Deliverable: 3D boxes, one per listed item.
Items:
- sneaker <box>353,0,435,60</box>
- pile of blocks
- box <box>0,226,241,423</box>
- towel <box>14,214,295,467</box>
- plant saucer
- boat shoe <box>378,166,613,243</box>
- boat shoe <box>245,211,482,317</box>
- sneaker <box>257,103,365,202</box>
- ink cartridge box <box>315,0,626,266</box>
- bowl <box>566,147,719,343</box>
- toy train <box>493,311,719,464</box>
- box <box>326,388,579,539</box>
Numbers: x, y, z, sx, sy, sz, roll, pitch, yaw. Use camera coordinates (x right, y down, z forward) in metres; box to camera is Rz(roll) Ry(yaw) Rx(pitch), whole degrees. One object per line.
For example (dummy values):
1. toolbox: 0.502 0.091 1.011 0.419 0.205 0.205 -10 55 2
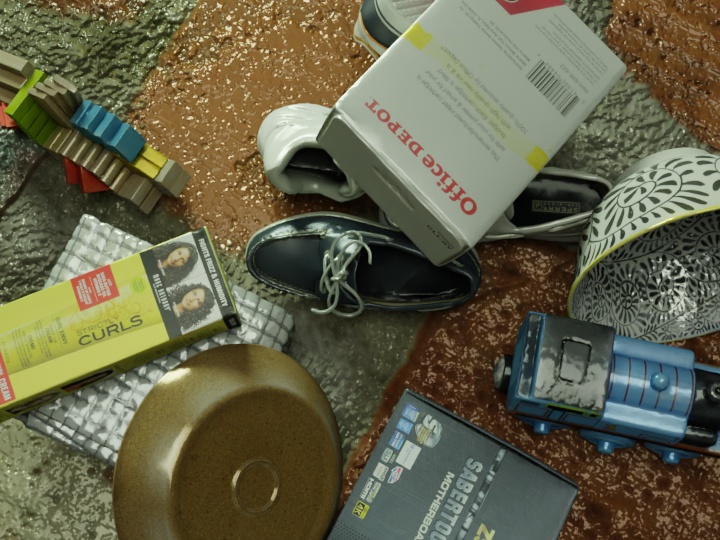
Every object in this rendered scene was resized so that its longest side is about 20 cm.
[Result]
1. sneaker: 0.082 -0.176 0.950 0.199 0.079 0.079 37 58 -14
2. pile of blocks: -0.241 -0.109 0.922 0.198 0.082 0.063 31 76 8
3. box: -0.192 0.040 0.809 0.197 0.050 0.076 -21 78 -5
4. towel: -0.168 0.075 0.870 0.197 0.086 0.168 23 77 5
5. plant saucer: -0.084 0.156 0.808 0.197 0.035 0.204 -1 91 -36
6. boat shoe: 0.114 -0.055 0.914 0.196 0.066 0.073 4 74 1
7. boat shoe: 0.000 0.000 0.891 0.196 0.062 0.076 9 108 2
8. sneaker: 0.012 -0.095 0.904 0.196 0.079 0.100 -12 33 5
9. ink cartridge box: 0.083 -0.127 0.845 0.145 0.083 0.200 44 73 -2
10. bowl: 0.247 -0.031 0.852 0.197 0.202 0.096 -8 58 -2
11. toy train: 0.202 0.093 0.846 0.196 0.114 0.088 12 75 4
12. box: 0.056 0.218 0.843 0.156 0.051 0.202 28 77 7
